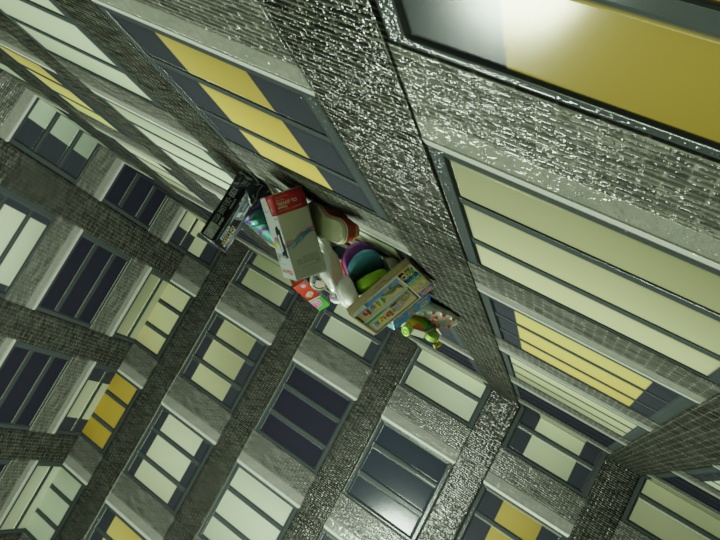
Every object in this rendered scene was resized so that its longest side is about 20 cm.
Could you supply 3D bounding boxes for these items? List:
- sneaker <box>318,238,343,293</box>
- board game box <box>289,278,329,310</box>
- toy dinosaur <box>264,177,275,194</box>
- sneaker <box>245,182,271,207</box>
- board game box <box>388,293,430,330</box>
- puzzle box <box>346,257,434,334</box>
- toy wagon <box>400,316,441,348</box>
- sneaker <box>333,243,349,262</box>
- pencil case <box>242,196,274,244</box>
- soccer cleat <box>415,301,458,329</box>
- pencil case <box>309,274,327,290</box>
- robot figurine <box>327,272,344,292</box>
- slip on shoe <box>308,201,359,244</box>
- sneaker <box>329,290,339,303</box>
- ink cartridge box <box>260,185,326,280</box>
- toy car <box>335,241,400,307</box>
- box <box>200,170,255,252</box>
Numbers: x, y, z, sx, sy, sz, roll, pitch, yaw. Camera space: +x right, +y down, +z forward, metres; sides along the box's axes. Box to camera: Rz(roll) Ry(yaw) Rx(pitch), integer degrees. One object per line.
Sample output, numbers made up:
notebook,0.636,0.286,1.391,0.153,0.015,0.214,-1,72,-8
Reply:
sneaker,-0.113,-0.029,1.773,0.205,0.087,0.075,70,-157,-6
board game box,-0.169,0.016,1.923,0.155,0.040,0.200,64,-173,29
toy dinosaur,-0.178,-0.155,1.668,0.100,0.059,0.199,26,171,40
sneaker,-0.272,-0.184,1.781,0.085,0.079,0.200,29,172,28
board game box,0.080,0.084,1.842,0.198,0.150,0.037,24,139,45
puzzle box,0.075,0.067,1.587,0.132,0.199,0.026,36,-162,-47
toy wagon,0.172,0.150,1.922,0.153,0.040,0.199,-16,-130,-46
sneaker,0.000,0.000,1.851,0.197,0.083,0.070,32,170,-9
pencil case,-0.207,-0.101,1.679,0.198,0.086,0.092,38,167,-13
soccer cleat,0.197,0.110,1.891,0.195,0.079,0.070,16,136,-7
pencil case,-0.129,-0.030,1.900,0.202,0.076,0.091,-112,-4,-51
robot figurine,-0.063,0.011,2.036,0.148,0.127,0.200,24,171,23
slip on shoe,-0.069,-0.110,1.500,0.060,0.076,0.199,-4,-159,-34
sneaker,0.008,0.057,1.809,0.100,0.195,0.076,52,-157,-46
ink cartridge box,-0.160,-0.086,1.526,0.145,0.081,0.206,-173,65,-71
toy car,0.010,0.001,1.653,0.200,0.171,0.153,150,97,-82
box,-0.354,-0.159,1.788,0.049,0.203,0.158,30,172,5
